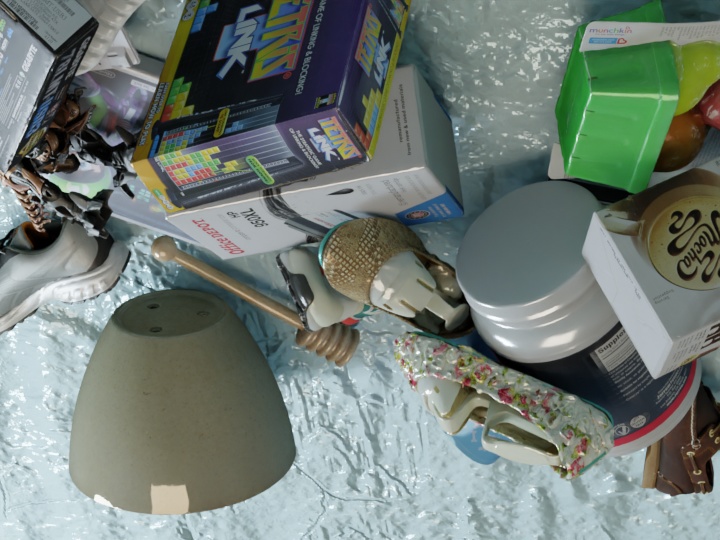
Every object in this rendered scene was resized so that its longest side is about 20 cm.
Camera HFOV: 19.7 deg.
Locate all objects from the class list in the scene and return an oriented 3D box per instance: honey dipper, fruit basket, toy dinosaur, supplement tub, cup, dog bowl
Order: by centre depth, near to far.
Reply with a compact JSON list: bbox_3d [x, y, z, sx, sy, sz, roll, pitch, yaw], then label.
[{"bbox_3d":[0.243,-0.129,1.494,0.200,0.094,0.185,-8,150,-9],"label":"fruit basket"},{"bbox_3d":[-0.240,-0.096,1.619,0.136,0.102,0.200,26,168,5],"label":"toy dinosaur"},{"bbox_3d":[0.171,0.040,1.621,0.140,0.140,0.200,-12,136,27],"label":"supplement tub"},{"bbox_3d":[0.116,0.094,1.726,0.050,0.112,0.200,-34,169,23],"label":"dog bowl"},{"bbox_3d":[-0.093,0.024,1.788,0.200,0.038,0.038,28,139,-18],"label":"honey dipper"},{"bbox_3d":[-0.160,0.101,1.799,0.200,0.200,0.143,2,114,11],"label":"cup"}]

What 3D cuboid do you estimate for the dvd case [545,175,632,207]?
[{"bbox_3d":[0.234,-0.005,1.683,0.200,0.025,0.150,12,141,1],"label":"dvd case"}]

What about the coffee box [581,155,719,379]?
[{"bbox_3d":[0.275,-0.021,1.483,0.200,0.113,0.080,-23,160,-11],"label":"coffee box"}]

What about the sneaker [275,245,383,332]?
[{"bbox_3d":[0.000,0.000,1.656,0.093,0.070,0.200,-25,172,12],"label":"sneaker"}]

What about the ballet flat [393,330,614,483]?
[{"bbox_3d":[0.098,0.103,1.579,0.200,0.064,0.076,21,149,29],"label":"ballet flat"}]

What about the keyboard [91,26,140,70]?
[{"bbox_3d":[-0.261,-0.172,1.582,0.200,0.011,0.056,-2,126,28],"label":"keyboard"}]

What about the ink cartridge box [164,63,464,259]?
[{"bbox_3d":[-0.036,-0.077,1.548,0.200,0.084,0.145,-10,165,12],"label":"ink cartridge box"}]

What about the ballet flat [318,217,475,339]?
[{"bbox_3d":[0.040,0.010,1.584,0.065,0.071,0.200,38,-171,30],"label":"ballet flat"}]

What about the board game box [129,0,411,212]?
[{"bbox_3d":[-0.057,-0.143,1.441,0.165,0.200,0.057,-14,132,27],"label":"board game box"}]

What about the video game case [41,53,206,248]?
[{"bbox_3d":[-0.173,-0.100,1.664,0.200,0.023,0.182,19,141,-10],"label":"video game case"}]

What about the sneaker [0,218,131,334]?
[{"bbox_3d":[-0.294,-0.002,1.785,0.200,0.074,0.079,-22,122,26],"label":"sneaker"}]

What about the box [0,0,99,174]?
[{"bbox_3d":[-0.287,-0.185,1.448,0.199,0.050,0.200,45,152,2],"label":"box"}]

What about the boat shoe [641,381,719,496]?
[{"bbox_3d":[0.287,0.134,1.808,0.070,0.070,0.200,11,150,11],"label":"boat shoe"}]

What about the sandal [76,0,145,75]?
[{"bbox_3d":[-0.170,-0.225,1.487,0.082,0.050,0.203,44,117,-8],"label":"sandal"}]
